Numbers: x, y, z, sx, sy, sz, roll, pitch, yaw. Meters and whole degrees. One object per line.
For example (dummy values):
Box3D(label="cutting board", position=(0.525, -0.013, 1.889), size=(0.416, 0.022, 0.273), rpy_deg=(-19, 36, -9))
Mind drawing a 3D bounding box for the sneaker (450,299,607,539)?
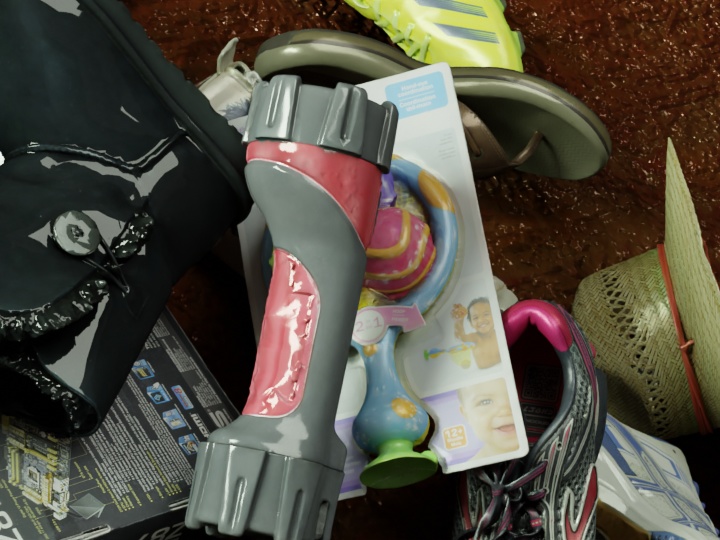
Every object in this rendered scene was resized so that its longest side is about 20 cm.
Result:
Box3D(label="sneaker", position=(0.070, 0.111, 1.192), size=(0.081, 0.075, 0.200), rpy_deg=(-1, 71, 10))

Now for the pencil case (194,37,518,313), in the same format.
Box3D(label="pencil case", position=(-0.018, -0.019, 1.287), size=(0.200, 0.089, 0.078), rpy_deg=(39, 42, 4))

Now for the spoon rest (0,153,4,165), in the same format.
Box3D(label="spoon rest", position=(-0.154, -0.091, 1.260), size=(0.099, 0.061, 0.200), rpy_deg=(5, 40, -10))

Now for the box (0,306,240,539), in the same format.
Box3D(label="box", position=(-0.154, 0.046, 1.170), size=(0.161, 0.049, 0.200), rpy_deg=(-15, 60, -43))

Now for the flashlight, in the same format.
Box3D(label="flashlight", position=(-0.034, 0.018, 1.134), size=(0.068, 0.068, 0.200), rpy_deg=(25, 75, -53))

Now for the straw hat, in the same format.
Box3D(label="straw hat", position=(0.150, 0.039, 1.340), size=(0.085, 0.201, 0.201), rpy_deg=(-18, 53, 6))

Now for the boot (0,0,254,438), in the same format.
Box3D(label="boot", position=(-0.151, -0.043, 1.124), size=(0.200, 0.076, 0.168), rpy_deg=(44, 53, -10))

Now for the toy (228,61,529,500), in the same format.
Box3D(label="toy", position=(0.000, 0.000, 1.188), size=(0.115, 0.047, 0.200), rpy_deg=(-14, 69, 9))

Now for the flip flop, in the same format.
Box3D(label="flip flop", position=(0.037, -0.077, 1.392), size=(0.200, 0.081, 0.058), rpy_deg=(15, 64, -20))

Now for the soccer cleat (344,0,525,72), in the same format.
Box3D(label="soccer cleat", position=(0.016, -0.157, 1.460), size=(0.084, 0.065, 0.200), rpy_deg=(-20, 62, -35))

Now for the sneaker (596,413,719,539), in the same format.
Box3D(label="sneaker", position=(0.149, 0.125, 1.273), size=(0.200, 0.075, 0.088), rpy_deg=(44, 42, 9))
